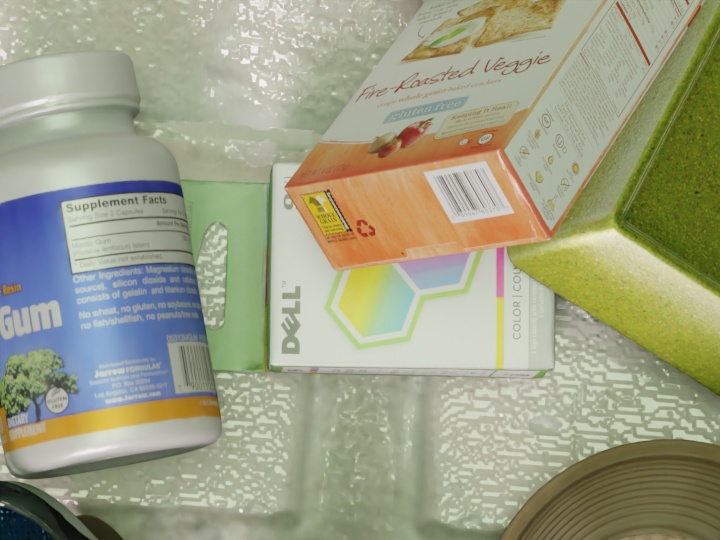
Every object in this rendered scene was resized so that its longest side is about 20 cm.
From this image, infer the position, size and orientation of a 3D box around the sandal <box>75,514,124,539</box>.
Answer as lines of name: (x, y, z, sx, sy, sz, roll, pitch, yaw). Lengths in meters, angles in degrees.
sandal: (-0.110, 0.230, 1.359, 0.070, 0.077, 0.212, -38, 77, 26)

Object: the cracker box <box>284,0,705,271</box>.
cracker box: (0.068, -0.089, 1.315, 0.058, 0.133, 0.200, 59, 45, -25)

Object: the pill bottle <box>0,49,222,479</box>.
pill bottle: (-0.139, -0.003, 1.353, 0.111, 0.112, 0.201, -11, 83, -3)

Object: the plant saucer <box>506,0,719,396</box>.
plant saucer: (0.203, -0.044, 1.367, 0.199, 0.048, 0.201, 32, 76, -10)

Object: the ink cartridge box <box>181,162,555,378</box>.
ink cartridge box: (0.000, 0.000, 1.382, 0.198, 0.059, 0.105, 1, 83, -2)

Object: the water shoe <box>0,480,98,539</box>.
water shoe: (-0.126, 0.170, 1.285, 0.199, 0.079, 0.072, 30, 95, 21)

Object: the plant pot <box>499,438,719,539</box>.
plant pot: (0.148, 0.181, 1.326, 0.199, 0.093, 0.202, -2, 82, 14)
